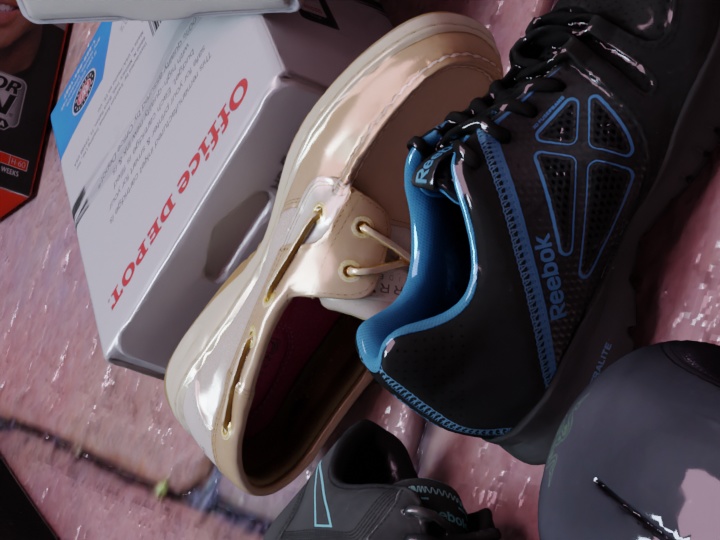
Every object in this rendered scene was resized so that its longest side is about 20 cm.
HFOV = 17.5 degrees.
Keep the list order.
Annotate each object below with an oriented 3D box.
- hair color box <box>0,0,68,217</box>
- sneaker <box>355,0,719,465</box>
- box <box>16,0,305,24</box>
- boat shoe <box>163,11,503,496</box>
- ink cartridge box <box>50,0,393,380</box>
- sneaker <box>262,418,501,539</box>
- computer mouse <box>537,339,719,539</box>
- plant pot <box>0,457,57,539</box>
[{"bbox_3d":[-0.227,-0.139,1.354,0.061,0.101,0.200,-27,49,55],"label":"hair color box"},{"bbox_3d":[0.063,-0.042,0.751,0.073,0.082,0.200,0,71,64],"label":"sneaker"},{"bbox_3d":[-0.061,-0.202,0.948,0.128,0.109,0.200,0,41,26],"label":"box"},{"bbox_3d":[0.000,0.000,0.868,0.200,0.074,0.069,-59,40,24],"label":"boat shoe"},{"bbox_3d":[-0.054,-0.059,0.984,0.146,0.084,0.200,-57,30,23],"label":"ink cartridge box"},{"bbox_3d":[0.013,0.111,0.750,0.079,0.075,0.200,-63,27,8],"label":"sneaker"},{"bbox_3d":[0.100,0.070,0.635,0.139,0.053,0.200,-68,26,6],"label":"computer mouse"},{"bbox_3d":[-0.276,0.181,1.139,0.200,0.177,0.200,-68,26,7],"label":"plant pot"}]
